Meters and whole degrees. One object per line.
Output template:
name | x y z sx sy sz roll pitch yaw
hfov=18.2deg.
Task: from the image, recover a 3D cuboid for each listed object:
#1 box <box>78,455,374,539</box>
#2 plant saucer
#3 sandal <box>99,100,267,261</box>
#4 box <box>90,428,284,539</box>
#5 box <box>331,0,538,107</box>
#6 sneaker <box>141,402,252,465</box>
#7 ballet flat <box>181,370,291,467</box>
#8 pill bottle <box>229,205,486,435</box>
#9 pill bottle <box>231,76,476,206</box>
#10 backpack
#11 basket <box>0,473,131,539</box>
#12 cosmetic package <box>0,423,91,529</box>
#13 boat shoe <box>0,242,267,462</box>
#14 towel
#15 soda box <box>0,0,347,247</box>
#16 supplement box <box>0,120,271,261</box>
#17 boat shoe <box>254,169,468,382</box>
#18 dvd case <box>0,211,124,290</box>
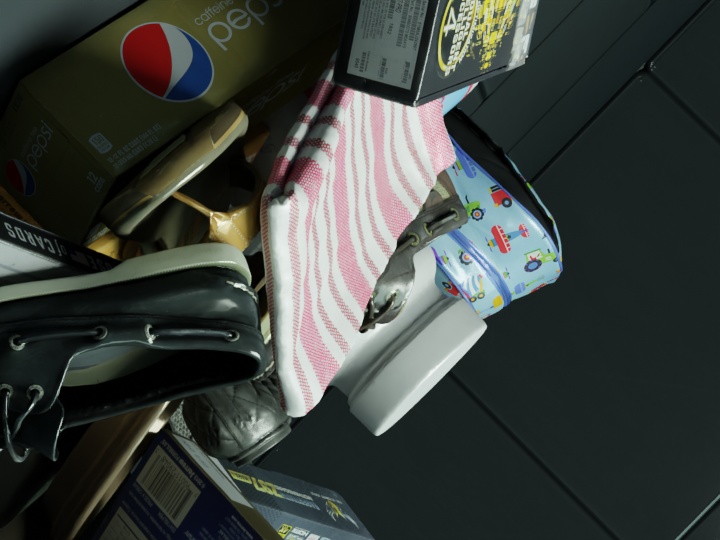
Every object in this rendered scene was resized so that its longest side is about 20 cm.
box | -0.101 0.191 1.380 0.158 0.051 0.200 -47 146 10
plant saucer | -0.112 0.066 1.226 0.200 0.029 0.200 -53 180 0
sandal | -0.072 -0.023 1.028 0.080 0.054 0.200 -44 173 -12
box | -0.125 0.201 1.228 0.032 0.121 0.200 28 99 -43
box | 0.052 -0.185 1.027 0.161 0.049 0.201 -31 134 -67
sneaker | -0.133 0.092 1.395 0.076 0.200 0.114 -4 -162 32
ballet flat | -0.071 0.068 1.276 0.066 0.057 0.200 -33 -175 -4
pill bottle | -0.028 -0.004 1.344 0.116 0.200 0.116 -44 174 -6
pill bottle | 0.001 -0.117 1.231 0.200 0.109 0.109 -42 173 -33
backpack | 0.041 -0.041 1.554 0.135 0.200 0.183 -45 174 -7
basket | -0.252 0.175 1.372 0.181 0.136 0.200 -56 167 20
cosmetic package | -0.176 0.047 1.220 0.103 0.087 0.200 -45 174 -43
boat shoe | -0.131 0.048 0.958 0.199 0.066 0.075 -14 151 -23
towel | 0.001 -0.046 1.089 0.147 0.030 0.200 84 24 -46
soda box | -0.082 -0.092 1.062 0.200 0.064 0.068 -40 171 -41
supplement box | -0.134 -0.031 1.104 0.200 0.069 0.067 -42 172 -41
boat shoe | 0.000 0.000 1.207 0.200 0.065 0.073 -48 -173 -39
dvd case | -0.200 0.051 1.000 0.200 0.025 0.150 -39 151 17
